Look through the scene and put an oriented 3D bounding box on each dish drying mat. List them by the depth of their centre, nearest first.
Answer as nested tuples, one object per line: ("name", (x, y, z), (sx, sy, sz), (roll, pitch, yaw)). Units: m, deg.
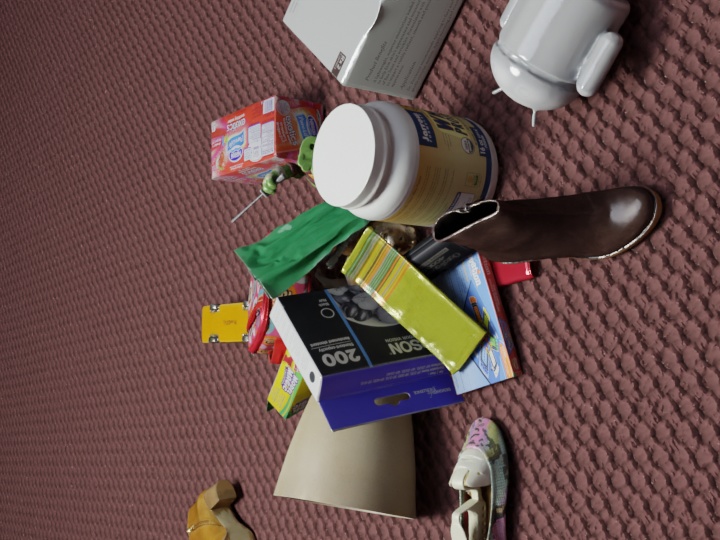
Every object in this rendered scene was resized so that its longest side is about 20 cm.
("dish drying mat", (0.140, -0.010, 1.222), (0.200, 0.018, 0.077), (-17, 77, 49))

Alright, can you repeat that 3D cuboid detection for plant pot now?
("plant pot", (-0.004, 0.213, 1.279), (0.187, 0.187, 0.201), (-9, 66, 51))

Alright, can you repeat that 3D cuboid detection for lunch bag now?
("lunch bag", (-0.118, 0.049, 1.398), (0.200, 0.082, 0.177), (127, 148, -70))

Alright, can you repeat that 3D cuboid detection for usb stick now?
("usb stick", (0.097, -0.023, 1.188), (0.200, 0.055, 0.033), (-38, 37, 46))

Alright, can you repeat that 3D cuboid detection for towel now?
("towel", (0.063, 0.037, 1.205), (0.200, 0.018, 0.086), (43, 135, 15))

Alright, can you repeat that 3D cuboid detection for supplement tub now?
("supplement tub", (0.056, -0.129, 1.193), (0.144, 0.199, 0.145), (-6, 82, 51))

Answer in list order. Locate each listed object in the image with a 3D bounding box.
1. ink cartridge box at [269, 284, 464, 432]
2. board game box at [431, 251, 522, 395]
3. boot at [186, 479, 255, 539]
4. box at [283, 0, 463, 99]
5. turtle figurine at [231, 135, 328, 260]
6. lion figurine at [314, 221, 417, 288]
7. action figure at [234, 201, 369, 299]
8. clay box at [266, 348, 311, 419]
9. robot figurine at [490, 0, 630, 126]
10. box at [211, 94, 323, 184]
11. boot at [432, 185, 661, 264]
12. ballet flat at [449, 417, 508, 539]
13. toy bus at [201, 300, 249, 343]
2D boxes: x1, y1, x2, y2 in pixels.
("ink cartridge box", (0.013, 0.099, 1.231), (0.200, 0.197, 0.043), (58, 143, 36))
("board game box", (0.133, 0.046, 1.206), (0.103, 0.019, 0.201), (-28, 72, 49))
("boot", (-0.237, 0.465, 1.626), (0.144, 0.071, 0.202), (-52, 46, 43))
("box", (0.021, -0.372, 1.317), (0.200, 0.130, 0.199), (52, 125, 40))
("turtle figurine", (-0.060, -0.107, 1.369), (0.144, 0.200, 0.194), (45, 166, -2))
("lion figurine", (0.000, 0.000, 1.355), (0.073, 0.122, 0.200), (-79, 5, -49))
("action figure", (-0.056, -0.043, 1.278), (0.118, 0.200, 0.055), (49, 168, 39))
("clay box", (-0.060, 0.130, 1.359), (0.048, 0.115, 0.200), (44, 136, 23))
("robot figurine", (0.218, -0.262, 1.069), (0.200, 0.113, 0.170), (-61, 43, 28))
("box", (-0.152, -0.204, 1.548), (0.200, 0.095, 0.100), (-9, 79, 51))
("boot", (0.198, -0.050, 1.026), (0.200, 0.166, 0.073), (-19, 71, 41))
("ballet flat", (0.138, 0.278, 1.154), (0.069, 0.071, 0.201), (-9, 80, 52))
("toy bus", (-0.193, 0.087, 1.587), (0.200, 0.078, 0.065), (-7, 80, 51))
